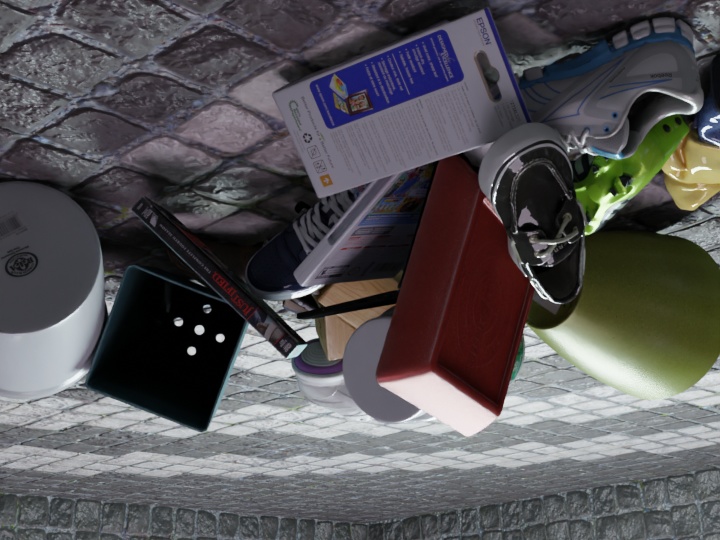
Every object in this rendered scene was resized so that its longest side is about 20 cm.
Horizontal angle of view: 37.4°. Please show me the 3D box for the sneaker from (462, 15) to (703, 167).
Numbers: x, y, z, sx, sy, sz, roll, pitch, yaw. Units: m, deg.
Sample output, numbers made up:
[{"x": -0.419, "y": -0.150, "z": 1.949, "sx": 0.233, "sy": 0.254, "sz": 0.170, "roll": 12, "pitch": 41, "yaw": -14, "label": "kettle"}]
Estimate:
[{"x": 0.170, "y": -0.118, "z": 0.825, "sx": 0.199, "sy": 0.087, "sz": 0.075, "roll": -24, "pitch": 149, "yaw": 24, "label": "sneaker"}]

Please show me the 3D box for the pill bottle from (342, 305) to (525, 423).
[{"x": 0.072, "y": 0.082, "z": 1.018, "sx": 0.112, "sy": 0.114, "sz": 0.200, "roll": -15, "pitch": 176, "yaw": 30, "label": "pill bottle"}]

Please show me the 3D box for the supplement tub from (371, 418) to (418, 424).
[{"x": 0.070, "y": 0.105, "z": 1.299, "sx": 0.144, "sy": 0.146, "sz": 0.200, "roll": -12, "pitch": -179, "yaw": 24, "label": "supplement tub"}]

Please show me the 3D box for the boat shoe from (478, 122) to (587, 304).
[{"x": 0.145, "y": -0.039, "z": 0.823, "sx": 0.070, "sy": 0.064, "sz": 0.200, "roll": -29, "pitch": 148, "yaw": 2, "label": "boat shoe"}]

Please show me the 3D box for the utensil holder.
[{"x": -0.342, "y": 0.024, "z": 1.081, "sx": 0.169, "sy": 0.171, "sz": 0.200, "roll": 3, "pitch": 158, "yaw": -13, "label": "utensil holder"}]

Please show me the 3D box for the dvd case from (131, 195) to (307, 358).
[{"x": -0.132, "y": 0.010, "z": 1.036, "sx": 0.200, "sy": 0.022, "sz": 0.146, "roll": 42, "pitch": 177, "yaw": 2, "label": "dvd case"}]

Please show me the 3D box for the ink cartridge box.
[{"x": 0.032, "y": -0.128, "z": 0.820, "sx": 0.199, "sy": 0.095, "sz": 0.037, "roll": -14, "pitch": -163, "yaw": 34, "label": "ink cartridge box"}]

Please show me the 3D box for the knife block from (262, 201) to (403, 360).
[{"x": 0.000, "y": 0.000, "z": 1.120, "sx": 0.198, "sy": 0.064, "sz": 0.177, "roll": -9, "pitch": 120, "yaw": -12, "label": "knife block"}]

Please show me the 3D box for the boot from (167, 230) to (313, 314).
[{"x": -0.105, "y": -0.020, "z": 1.170, "sx": 0.199, "sy": 0.075, "sz": 0.097, "roll": 17, "pitch": 129, "yaw": -23, "label": "boot"}]

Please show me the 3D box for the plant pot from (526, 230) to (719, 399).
[{"x": 0.261, "y": 0.032, "z": 1.140, "sx": 0.199, "sy": 0.189, "sz": 0.187, "roll": 15, "pitch": 154, "yaw": -40, "label": "plant pot"}]

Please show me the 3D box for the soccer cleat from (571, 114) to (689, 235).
[{"x": 0.220, "y": -0.083, "z": 0.930, "sx": 0.081, "sy": 0.068, "sz": 0.200, "roll": -33, "pitch": 176, "yaw": -17, "label": "soccer cleat"}]

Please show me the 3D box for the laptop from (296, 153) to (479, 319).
[{"x": 0.062, "y": -0.035, "z": 0.985, "sx": 0.199, "sy": 0.117, "sz": 0.187, "roll": -14, "pitch": 175, "yaw": 40, "label": "laptop"}]

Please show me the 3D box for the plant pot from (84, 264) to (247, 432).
[{"x": -0.202, "y": 0.080, "z": 1.222, "sx": 0.140, "sy": 0.142, "sz": 0.200, "roll": 21, "pitch": -178, "yaw": 1, "label": "plant pot"}]

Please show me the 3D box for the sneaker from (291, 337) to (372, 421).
[{"x": 0.025, "y": 0.125, "z": 1.183, "sx": 0.198, "sy": 0.075, "sz": 0.100, "roll": 7, "pitch": 136, "yaw": 10, "label": "sneaker"}]

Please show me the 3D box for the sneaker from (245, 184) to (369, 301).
[{"x": -0.023, "y": -0.049, "z": 0.993, "sx": 0.199, "sy": 0.070, "sz": 0.109, "roll": -27, "pitch": 156, "yaw": -9, "label": "sneaker"}]

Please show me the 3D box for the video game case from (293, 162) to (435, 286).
[{"x": 0.044, "y": -0.059, "z": 0.946, "sx": 0.143, "sy": 0.018, "sz": 0.200, "roll": -5, "pitch": 144, "yaw": -51, "label": "video game case"}]

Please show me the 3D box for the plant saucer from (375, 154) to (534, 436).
[{"x": 0.097, "y": 0.028, "z": 0.900, "sx": 0.036, "sy": 0.201, "sz": 0.200, "roll": 9, "pitch": 164, "yaw": 31, "label": "plant saucer"}]

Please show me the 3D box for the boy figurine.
[{"x": 0.319, "y": -0.113, "z": 0.933, "sx": 0.123, "sy": 0.065, "sz": 0.200, "roll": -3, "pitch": 161, "yaw": 1, "label": "boy figurine"}]
